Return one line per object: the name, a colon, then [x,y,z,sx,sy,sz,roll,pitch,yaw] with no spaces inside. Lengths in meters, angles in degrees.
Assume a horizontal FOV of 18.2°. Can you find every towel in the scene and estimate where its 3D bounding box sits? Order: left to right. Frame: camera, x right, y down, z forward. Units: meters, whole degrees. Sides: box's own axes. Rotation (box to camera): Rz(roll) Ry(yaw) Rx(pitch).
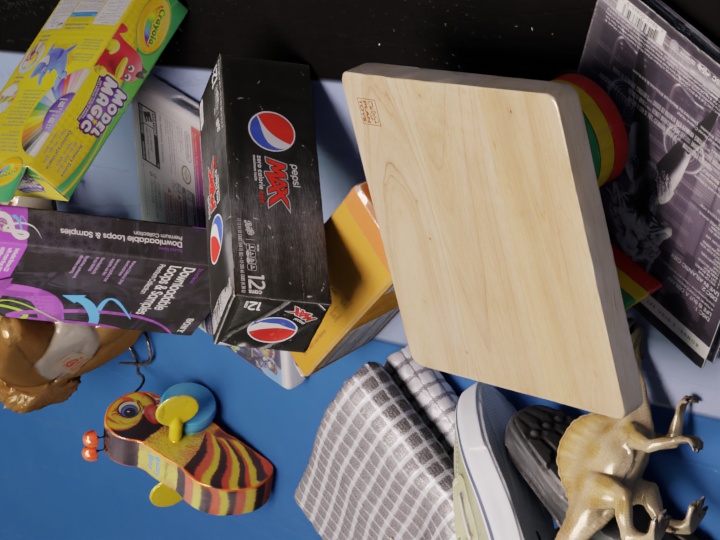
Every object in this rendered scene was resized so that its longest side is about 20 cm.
towel: [0.033,0.173,1.609,0.166,0.085,0.200,50,146,20]

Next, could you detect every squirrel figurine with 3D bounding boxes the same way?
squirrel figurine: [-0.283,0.009,1.887,0.187,0.141,0.200,61,150,23]

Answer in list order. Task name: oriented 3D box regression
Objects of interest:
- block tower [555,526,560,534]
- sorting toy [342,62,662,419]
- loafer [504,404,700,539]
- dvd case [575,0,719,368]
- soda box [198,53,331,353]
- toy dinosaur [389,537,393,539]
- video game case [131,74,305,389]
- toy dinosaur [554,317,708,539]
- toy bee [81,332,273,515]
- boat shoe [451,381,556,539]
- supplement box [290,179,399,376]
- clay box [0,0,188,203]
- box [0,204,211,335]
block tower: [0.189,0.242,1.466,0.200,0.058,0.054,42,143,28]
sorting toy: [0.096,-0.031,1.356,0.198,0.069,0.201,13,123,52]
loafer: [0.162,0.170,1.437,0.201,0.068,0.071,45,138,21]
dvd case: [0.175,-0.057,1.302,0.149,0.016,0.201,44,144,28]
soda box: [-0.066,-0.047,1.515,0.063,0.070,0.201,120,151,-52]
toy dinosaur: [0.053,0.284,1.544,0.101,0.058,0.201,-34,76,39]
video game case: [-0.109,-0.031,1.721,0.182,0.023,0.201,32,136,39]
toy dinosaur: [0.157,0.135,1.384,0.101,0.058,0.201,24,90,37]
toy bee: [-0.170,0.144,1.858,0.199,0.108,0.132,25,134,44]
boat shoe: [0.087,0.162,1.466,0.062,0.072,0.201,-37,42,25]
supplement box: [0.000,0.000,1.548,0.067,0.069,0.200,57,146,10]
clay box: [-0.220,-0.124,1.651,0.048,0.201,0.115,40,161,-32]
box: [-0.199,0.002,1.674,0.143,0.199,0.036,133,137,-59]
